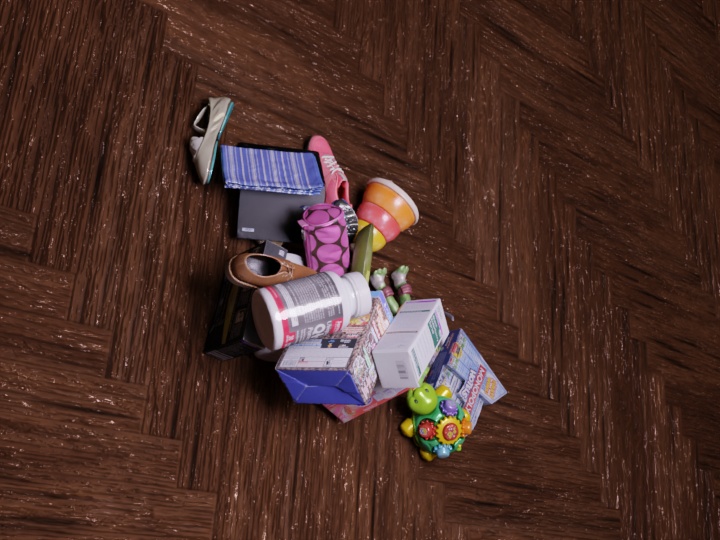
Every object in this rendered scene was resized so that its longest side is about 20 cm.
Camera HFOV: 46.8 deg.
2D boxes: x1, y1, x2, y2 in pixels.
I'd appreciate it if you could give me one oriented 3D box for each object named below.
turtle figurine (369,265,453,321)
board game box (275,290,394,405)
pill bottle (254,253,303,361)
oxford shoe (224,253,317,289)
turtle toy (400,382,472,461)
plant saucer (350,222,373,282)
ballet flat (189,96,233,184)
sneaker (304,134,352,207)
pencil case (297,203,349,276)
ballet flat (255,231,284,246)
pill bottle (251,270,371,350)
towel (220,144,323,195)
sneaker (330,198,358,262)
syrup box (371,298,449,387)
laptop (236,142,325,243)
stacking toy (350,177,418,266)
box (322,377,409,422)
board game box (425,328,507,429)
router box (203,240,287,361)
[{"bbox_3d":[0.106,0.073,1.830,0.142,0.201,0.196,-22,66,-4],"label":"turtle figurine"},{"bbox_3d":[-0.042,0.143,1.566,0.098,0.157,0.201,66,34,-36],"label":"board game box"},{"bbox_3d":[-0.156,0.074,1.655,0.108,0.108,0.203,13,69,-36],"label":"pill bottle"},{"bbox_3d":[-0.143,0.009,1.505,0.198,0.071,0.072,10,69,-39],"label":"oxford shoe"},{"bbox_3d":[0.165,0.325,1.822,0.146,0.101,0.201,-42,107,-12],"label":"turtle toy"},{"bbox_3d":[0.000,0.000,1.721,0.031,0.201,0.203,7,67,4],"label":"plant saucer"},{"bbox_3d":[-0.309,-0.265,1.665,0.069,0.069,0.203,28,59,-30],"label":"ballet flat"},{"bbox_3d":[-0.060,-0.207,1.829,0.073,0.086,0.203,-11,84,-41],"label":"sneaker"},{"bbox_3d":[-0.071,-0.034,1.653,0.093,0.090,0.202,-31,132,-29],"label":"pencil case"},{"bbox_3d":[-0.148,-0.113,1.750,0.201,0.070,0.066,-52,120,-28],"label":"ballet flat"},{"bbox_3d":[-0.085,0.064,1.480,0.198,0.110,0.112,-15,87,-25],"label":"pill bottle"},{"bbox_3d":[-0.178,-0.204,1.662,0.197,0.024,0.146,4,39,-16],"label":"towel"},{"bbox_3d":[-0.058,-0.088,1.749,0.077,0.201,0.091,-15,60,-16],"label":"sneaker"},{"bbox_3d":[0.099,0.136,1.585,0.200,0.080,0.080,-50,128,-54],"label":"syrup box"},{"bbox_3d":[-0.168,-0.161,1.716,0.175,0.104,0.201,5,39,-16],"label":"laptop"},{"bbox_3d":[0.023,-0.094,1.862,0.146,0.146,0.201,46,71,-20],"label":"stacking toy"},{"bbox_3d":[0.010,0.211,1.682,0.102,0.199,0.095,42,36,-21],"label":"box"},{"bbox_3d":[0.251,0.280,1.961,0.199,0.061,0.202,41,55,-23],"label":"board game box"},{"bbox_3d":[-0.218,0.059,1.577,0.052,0.156,0.203,26,63,-30],"label":"router box"}]
